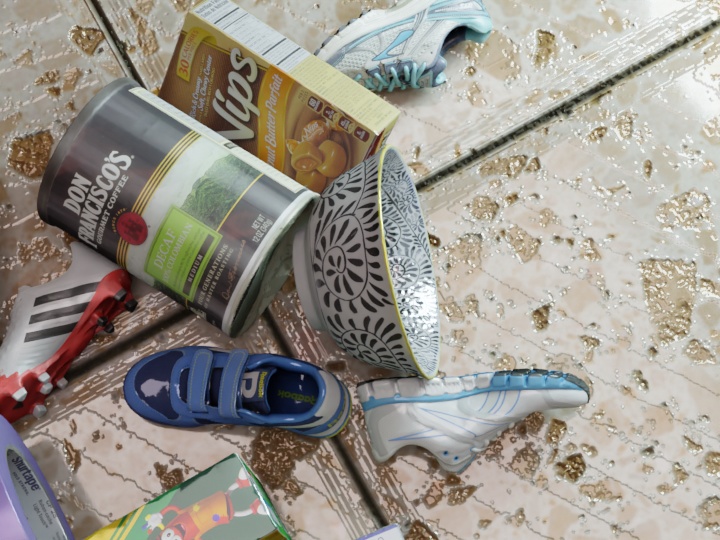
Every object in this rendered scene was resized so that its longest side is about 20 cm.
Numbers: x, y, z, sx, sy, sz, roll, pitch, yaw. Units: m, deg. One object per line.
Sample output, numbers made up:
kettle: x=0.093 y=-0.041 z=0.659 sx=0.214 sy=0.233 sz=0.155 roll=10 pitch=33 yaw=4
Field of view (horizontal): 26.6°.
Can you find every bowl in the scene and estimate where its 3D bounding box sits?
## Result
bowl: x=0.000 y=0.000 z=1.283 sx=0.094 sy=0.201 sz=0.201 roll=-10 pitch=77 yaw=13

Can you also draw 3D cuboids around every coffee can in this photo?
coffee can: x=-0.155 y=-0.055 z=1.316 sx=0.200 sy=0.146 sz=0.146 roll=31 pitch=79 yaw=7

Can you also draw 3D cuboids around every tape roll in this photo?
tape roll: x=-0.292 y=0.220 z=1.228 sx=0.085 sy=0.200 sz=0.200 roll=-26 pitch=78 yaw=-6

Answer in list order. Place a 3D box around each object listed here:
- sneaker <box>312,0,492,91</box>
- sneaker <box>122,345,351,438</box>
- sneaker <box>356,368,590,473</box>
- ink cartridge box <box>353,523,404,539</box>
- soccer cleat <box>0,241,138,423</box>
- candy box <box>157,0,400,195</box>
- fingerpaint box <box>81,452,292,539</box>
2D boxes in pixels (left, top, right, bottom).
sneaker: x=0.033 y=-0.197 z=1.382 sx=0.200 sy=0.078 sz=0.086 roll=-36 pitch=82 yaw=-7
sneaker: x=-0.108 y=0.100 z=1.313 sx=0.200 sy=0.082 sz=0.074 roll=3 pitch=78 yaw=4
sneaker: x=0.099 y=0.130 z=1.316 sx=0.200 sy=0.075 sz=0.087 roll=-5 pitch=87 yaw=6
ink cartridge box: x=-0.020 y=0.341 z=1.277 sx=0.196 sy=0.043 sz=0.200 roll=-21 pitch=75 yaw=-3
soccer cleat: x=-0.285 y=0.060 z=1.337 sx=0.085 sy=0.069 sz=0.200 roll=39 pitch=79 yaw=20
candy box: x=-0.076 y=-0.142 z=1.349 sx=0.200 sy=0.116 sz=0.055 roll=33 pitch=38 yaw=7
fingerpaint box: x=-0.147 y=0.226 z=1.224 sx=0.167 sy=0.200 sz=0.073 roll=-30 pitch=77 yaw=-5
